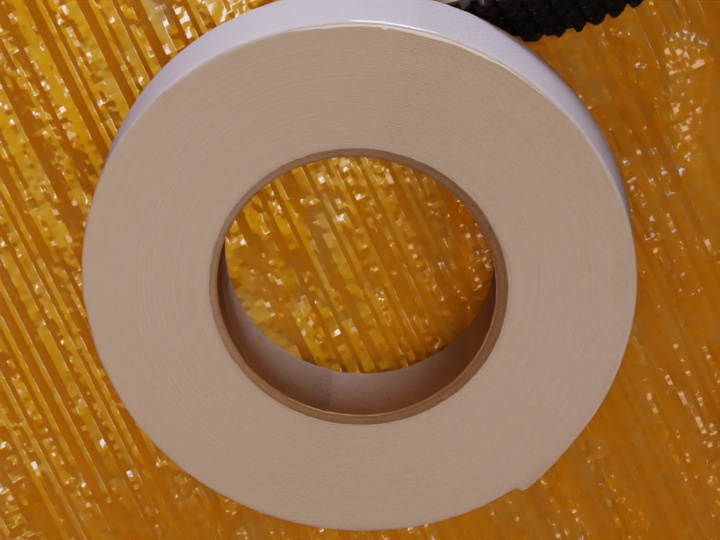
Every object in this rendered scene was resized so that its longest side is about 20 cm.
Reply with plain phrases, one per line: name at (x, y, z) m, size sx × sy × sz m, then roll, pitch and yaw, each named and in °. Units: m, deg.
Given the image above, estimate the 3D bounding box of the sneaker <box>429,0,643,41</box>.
sneaker at (0.103, -0.158, 0.903) m, size 0.199 × 0.070 × 0.094 m, roll -26°, pitch 74°, yaw 10°

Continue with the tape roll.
tape roll at (0.000, 0.000, 0.904) m, size 0.201 × 0.037 × 0.204 m, roll 1°, pitch 114°, yaw 2°
